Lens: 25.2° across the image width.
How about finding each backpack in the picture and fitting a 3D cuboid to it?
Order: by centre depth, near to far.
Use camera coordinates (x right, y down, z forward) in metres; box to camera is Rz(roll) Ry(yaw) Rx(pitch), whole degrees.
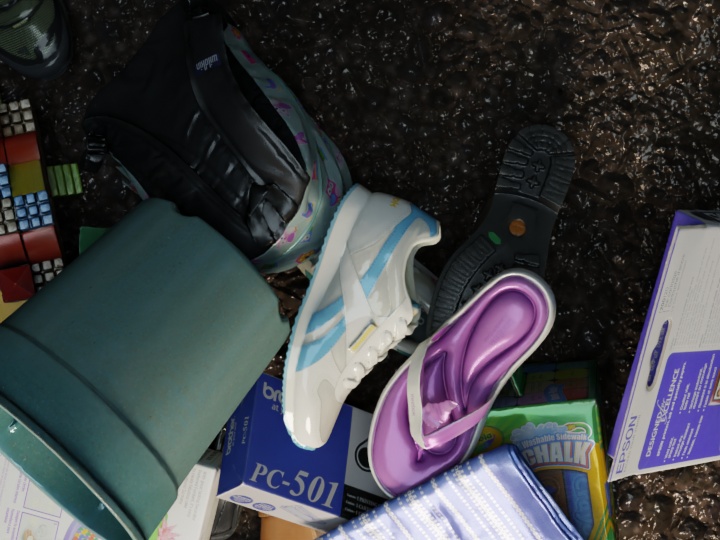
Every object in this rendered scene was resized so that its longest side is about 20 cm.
[{"bbox_3d":[-0.099,-0.092,1.233,0.200,0.126,0.167,47,109,20],"label":"backpack"}]

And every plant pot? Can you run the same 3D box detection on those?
[{"bbox_3d":[-0.165,0.067,1.154,0.200,0.200,0.196,44,69,-5],"label":"plant pot"}]

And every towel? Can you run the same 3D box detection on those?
[{"bbox_3d":[0.071,0.224,1.219,0.199,0.024,0.145,-30,108,21],"label":"towel"}]

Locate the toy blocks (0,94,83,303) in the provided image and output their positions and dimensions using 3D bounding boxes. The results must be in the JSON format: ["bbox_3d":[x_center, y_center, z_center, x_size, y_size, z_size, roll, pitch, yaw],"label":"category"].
[{"bbox_3d":[-0.267,-0.054,1.249,0.099,0.137,0.202,-12,91,-8],"label":"toy blocks"}]

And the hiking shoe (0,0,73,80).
[{"bbox_3d":[-0.297,-0.233,1.248,0.075,0.101,0.201,-30,98,10],"label":"hiking shoe"}]

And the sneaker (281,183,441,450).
[{"bbox_3d":[-0.002,0.041,1.198,0.080,0.076,0.202,19,93,10],"label":"sneaker"}]

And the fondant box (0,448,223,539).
[{"bbox_3d":[-0.217,0.193,1.260,0.198,0.058,0.146,15,95,6],"label":"fondant box"}]

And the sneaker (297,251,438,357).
[{"bbox_3d":[0.000,0.001,1.276,0.199,0.093,0.070,40,101,-4],"label":"sneaker"}]

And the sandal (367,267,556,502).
[{"bbox_3d":[0.066,0.083,1.189,0.082,0.050,0.204,34,101,9],"label":"sandal"}]

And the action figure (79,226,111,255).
[{"bbox_3d":[-0.191,0.066,1.290,0.117,0.055,0.201,8,112,-29],"label":"action figure"}]

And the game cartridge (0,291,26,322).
[{"bbox_3d":[-0.266,0.123,1.356,0.200,0.032,0.176,44,101,-7],"label":"game cartridge"}]

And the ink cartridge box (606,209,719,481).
[{"bbox_3d":[0.251,0.053,1.226,0.043,0.199,0.200,23,105,38],"label":"ink cartridge box"}]

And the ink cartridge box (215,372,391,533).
[{"bbox_3d":[-0.014,0.158,1.269,0.199,0.095,0.044,24,148,-28],"label":"ink cartridge box"}]

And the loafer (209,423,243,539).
[{"bbox_3d":[-0.126,0.122,1.306,0.068,0.070,0.203,5,90,36],"label":"loafer"}]

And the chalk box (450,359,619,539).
[{"bbox_3d":[0.136,0.143,1.275,0.123,0.124,0.202,-6,102,11],"label":"chalk box"}]

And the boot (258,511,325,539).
[{"bbox_3d":[-0.065,0.220,1.335,0.199,0.077,0.156,-22,97,11],"label":"boot"}]

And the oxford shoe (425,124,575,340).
[{"bbox_3d":[0.112,-0.009,1.254,0.072,0.084,0.201,28,79,6],"label":"oxford shoe"}]
